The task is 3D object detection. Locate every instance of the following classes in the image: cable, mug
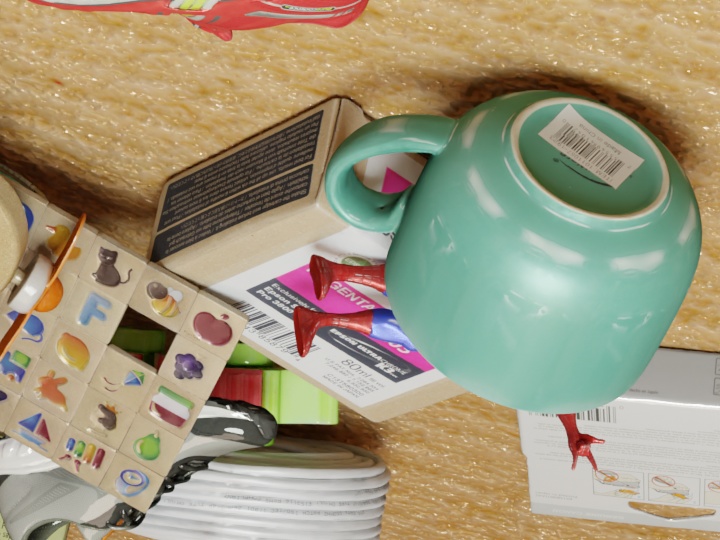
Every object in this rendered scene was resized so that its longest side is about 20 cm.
[{"bbox_3d":[-0.080,0.149,1.601,0.198,0.070,0.200,5,180,1],"label":"cable"},{"bbox_3d":[0.086,-0.020,1.231,0.183,0.153,0.115,2,138,-21],"label":"mug"}]

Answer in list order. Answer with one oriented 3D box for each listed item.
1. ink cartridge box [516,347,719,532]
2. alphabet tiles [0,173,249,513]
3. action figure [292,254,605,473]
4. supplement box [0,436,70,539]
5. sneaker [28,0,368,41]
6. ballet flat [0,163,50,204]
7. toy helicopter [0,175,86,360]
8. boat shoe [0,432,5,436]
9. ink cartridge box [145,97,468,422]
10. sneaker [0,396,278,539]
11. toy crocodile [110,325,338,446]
[{"bbox_3d":[0.204,0.111,1.537,0.198,0.044,0.174,5,150,10],"label":"ink cartridge box"},{"bbox_3d":[-0.182,0.038,1.400,0.199,0.008,0.168,30,125,0],"label":"alphabet tiles"},{"bbox_3d":[0.070,0.048,1.292,0.198,0.099,0.066,4,132,-17],"label":"action figure"},{"bbox_3d":[-0.301,0.167,1.649,0.198,0.201,0.134,15,151,-6],"label":"supplement box"},{"bbox_3d":[-0.089,-0.144,1.174,0.198,0.078,0.085,5,155,12],"label":"sneaker"},{"bbox_3d":[-0.276,-0.043,1.432,0.198,0.073,0.072,10,150,3],"label":"ballet flat"},{"bbox_3d":[-0.227,0.014,1.366,0.131,0.079,0.201,11,134,1],"label":"toy helicopter"},{"bbox_3d":[-0.258,0.059,1.578,0.198,0.072,0.068,10,151,2],"label":"boat shoe"},{"bbox_3d":[0.000,0.000,1.386,0.199,0.076,0.164,32,145,-30],"label":"ink cartridge box"},{"bbox_3d":[-0.139,0.124,1.482,0.199,0.080,0.074,-16,168,21],"label":"sneaker"},{"bbox_3d":[-0.111,0.076,1.541,0.198,0.068,0.062,7,-179,6],"label":"toy crocodile"}]
